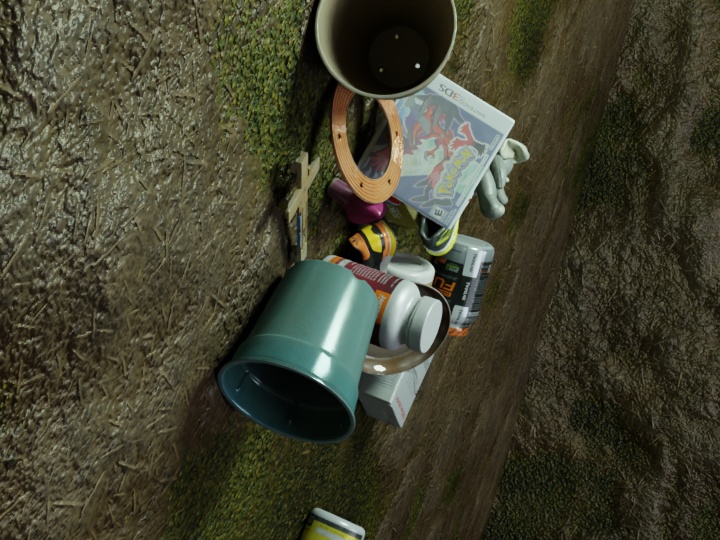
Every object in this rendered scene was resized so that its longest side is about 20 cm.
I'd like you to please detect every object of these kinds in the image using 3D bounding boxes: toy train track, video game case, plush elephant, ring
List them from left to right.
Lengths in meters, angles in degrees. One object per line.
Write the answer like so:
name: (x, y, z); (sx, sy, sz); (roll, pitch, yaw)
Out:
toy train track: (-0.093, -0.086, 1.406); (0.201, 0.032, 0.115); (93, 17, -48)
ring: (0.007, -0.199, 1.484); (0.200, 0.019, 0.203); (15, 72, -57)
video game case: (0.115, -0.195, 1.578); (0.201, 0.181, 0.023); (-59, -178, 9)
plush elephant: (0.250, -0.192, 2.012); (0.154, 0.164, 0.203); (0, 83, -43)

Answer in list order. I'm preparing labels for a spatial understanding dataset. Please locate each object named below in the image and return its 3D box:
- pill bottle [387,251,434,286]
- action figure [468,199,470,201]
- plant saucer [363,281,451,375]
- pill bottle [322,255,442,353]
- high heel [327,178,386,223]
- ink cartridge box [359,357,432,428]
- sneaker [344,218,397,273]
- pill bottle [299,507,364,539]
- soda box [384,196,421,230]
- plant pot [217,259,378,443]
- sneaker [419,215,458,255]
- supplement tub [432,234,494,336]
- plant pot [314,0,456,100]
pill bottle: (0.060, 0.077, 1.811); (0.114, 0.113, 0.202); (-29, 135, -61)
action figure: (0.112, -0.203, 1.631); (0.065, 0.098, 0.202); (-35, 118, -62)
plant saucer: (0.057, 0.093, 1.721); (0.032, 0.198, 0.202); (-113, -160, -50)
pill bottle: (0.022, 0.056, 1.570); (0.113, 0.198, 0.114); (-51, 151, -43)
high heel: (0.020, -0.089, 1.583); (0.068, 0.096, 0.200); (-59, 158, 9)
ink cartridge box: (0.075, 0.188, 1.984); (0.201, 0.083, 0.145); (-64, 159, -21)
sneaker: (0.000, 0.000, 1.686); (0.089, 0.070, 0.201); (-19, 144, -25)
pill bottle: (-0.076, 0.554, 1.860); (0.202, 0.111, 0.112); (-67, 159, -14)
soda box: (0.064, -0.137, 1.709); (0.065, 0.067, 0.200); (-68, 160, -11)
plant pot: (-0.071, 0.106, 1.409); (0.201, 0.198, 0.197); (81, 26, -51)
sneaker: (0.152, -0.127, 1.743); (0.085, 0.074, 0.202); (24, 78, -72)
supplement tub: (0.206, 0.030, 2.140); (0.122, 0.121, 0.202); (-13, 119, -67)
plant pot: (0.046, -0.316, 1.391); (0.200, 0.185, 0.189); (2, 106, -82)
